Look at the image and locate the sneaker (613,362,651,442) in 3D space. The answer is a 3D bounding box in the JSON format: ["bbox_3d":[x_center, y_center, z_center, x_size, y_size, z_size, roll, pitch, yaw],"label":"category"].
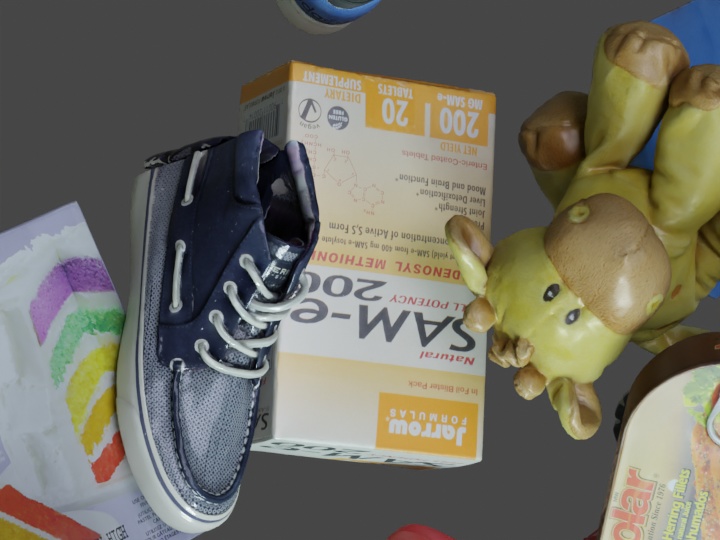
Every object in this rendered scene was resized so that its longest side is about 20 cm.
[{"bbox_3d":[0.223,0.132,1.543,0.080,0.077,0.201,-36,100,-39],"label":"sneaker"}]

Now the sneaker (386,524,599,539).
[{"bbox_3d":[0.096,0.166,1.480,0.200,0.078,0.116,41,57,-29],"label":"sneaker"}]

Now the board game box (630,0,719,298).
[{"bbox_3d":[0.203,-0.078,1.579,0.200,0.039,0.159,-28,102,-43],"label":"board game box"}]

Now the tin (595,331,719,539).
[{"bbox_3d":[0.180,0.118,1.403,0.111,0.201,0.042,7,35,-4],"label":"tin"}]

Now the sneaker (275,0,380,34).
[{"bbox_3d":[0.027,-0.225,1.475,0.077,0.111,0.201,35,68,-18],"label":"sneaker"}]

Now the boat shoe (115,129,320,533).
[{"bbox_3d":[-0.067,0.024,1.356,0.074,0.093,0.201,11,67,-42],"label":"boat shoe"}]

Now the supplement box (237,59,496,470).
[{"bbox_3d":[0.000,0.000,1.446,0.125,0.073,0.201,7,79,-25],"label":"supplement box"}]

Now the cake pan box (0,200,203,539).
[{"bbox_3d":[-0.189,0.084,1.335,0.199,0.052,0.185,-24,91,-38],"label":"cake pan box"}]

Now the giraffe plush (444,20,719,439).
[{"bbox_3d":[0.125,-0.009,1.424,0.172,0.201,0.162,34,37,18],"label":"giraffe plush"}]
